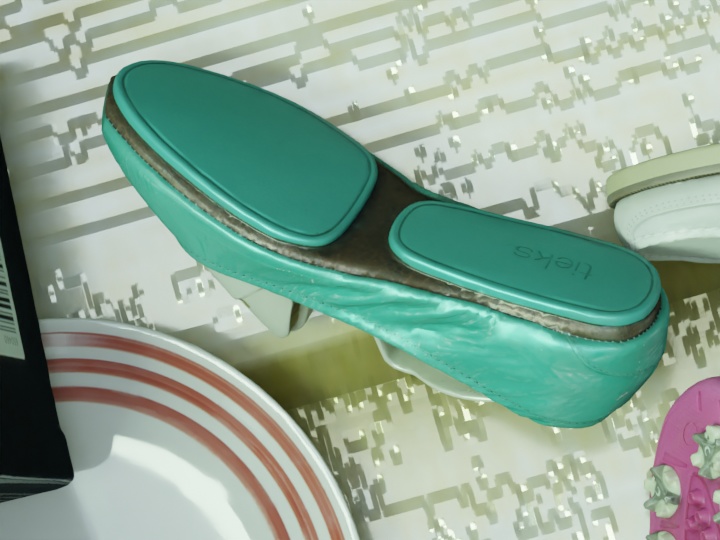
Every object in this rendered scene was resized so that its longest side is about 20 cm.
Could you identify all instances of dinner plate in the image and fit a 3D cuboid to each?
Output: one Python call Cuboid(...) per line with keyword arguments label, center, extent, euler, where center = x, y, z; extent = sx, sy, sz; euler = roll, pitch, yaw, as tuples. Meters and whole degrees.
Cuboid(label="dinner plate", center=(-0.095, 0.116, 0.988), extent=(0.200, 0.024, 0.200), euler=(0, 89, 4))

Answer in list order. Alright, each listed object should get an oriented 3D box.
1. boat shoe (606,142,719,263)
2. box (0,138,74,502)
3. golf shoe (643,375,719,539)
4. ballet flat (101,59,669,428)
Cuboid(label="boat shoe", center=(0.178, -0.007, 0.942), extent=(0.200, 0.075, 0.069), euler=(-1, 84, 4))
Cuboid(label="box", center=(-0.210, 0.017, 0.941), extent=(0.200, 0.107, 0.149), euler=(-13, 83, 9))
Cuboid(label="golf shoe", center=(0.152, 0.128, 0.955), extent=(0.091, 0.075, 0.200), euler=(-7, 75, -31))
Cuboid(label="ballet flat", center=(0.000, 0.000, 0.956), extent=(0.200, 0.067, 0.070), euler=(23, 130, 13))
